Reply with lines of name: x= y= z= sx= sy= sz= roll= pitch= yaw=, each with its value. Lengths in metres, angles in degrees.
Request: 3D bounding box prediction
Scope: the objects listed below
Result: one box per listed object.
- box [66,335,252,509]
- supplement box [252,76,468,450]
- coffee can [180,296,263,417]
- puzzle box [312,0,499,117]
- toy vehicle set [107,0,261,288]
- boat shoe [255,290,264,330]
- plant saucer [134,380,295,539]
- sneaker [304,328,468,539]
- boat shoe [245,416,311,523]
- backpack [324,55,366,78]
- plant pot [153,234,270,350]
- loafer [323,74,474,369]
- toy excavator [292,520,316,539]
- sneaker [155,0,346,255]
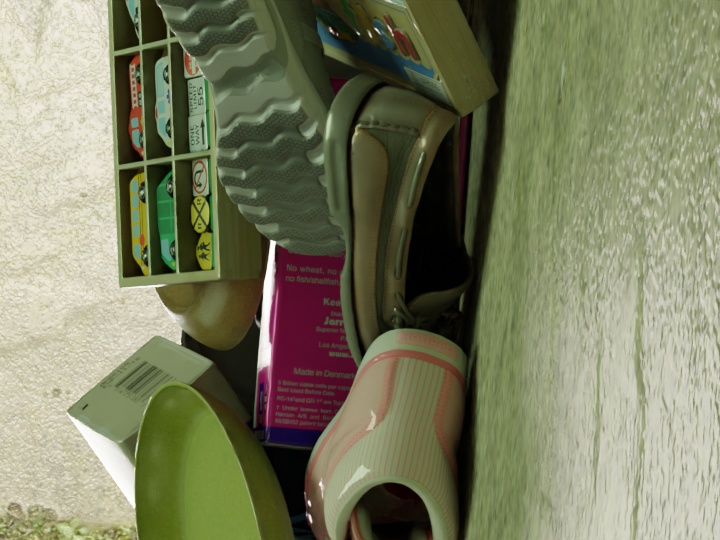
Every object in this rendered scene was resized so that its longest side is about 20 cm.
box: x=-0.085 y=0.146 z=1.818 sx=0.201 sy=0.078 sz=0.095 roll=58 pitch=163 yaw=-26
supplement box: x=0.000 y=0.000 z=1.615 sx=0.101 sy=0.103 sz=0.202 roll=144 pitch=132 yaw=-83
coffee can: x=-0.053 y=0.122 z=1.960 sx=0.147 sy=0.145 sz=0.201 roll=-90 pitch=5 yaw=-49
puzzle box: x=-0.014 y=-0.157 z=1.472 sx=0.200 sy=0.025 sz=0.134 roll=29 pitch=151 yaw=58
toy vehicle set: x=-0.098 y=-0.092 z=1.611 sx=0.124 sy=0.026 sz=0.202 roll=-7 pitch=85 yaw=59
boat shoe: x=-0.025 y=0.018 z=1.710 sx=0.072 sy=0.072 sz=0.201 roll=-17 pitch=98 yaw=48
plant saucer: x=-0.075 y=0.158 z=1.617 sx=0.200 sy=0.031 sz=0.202 roll=171 pitch=90 yaw=-66
sneaker: x=0.008 y=0.127 z=1.509 sx=0.201 sy=0.075 sz=0.105 roll=106 pitch=174 yaw=-53
boat shoe: x=-0.018 y=0.088 z=1.757 sx=0.200 sy=0.084 sz=0.069 roll=-48 pitch=-49 yaw=-66
backpack: x=-0.019 y=-0.141 z=1.764 sx=0.201 sy=0.150 sz=0.178 roll=111 pitch=179 yaw=-46
plant pot: x=-0.095 y=-0.054 z=1.685 sx=0.200 sy=0.027 sz=0.202 roll=177 pitch=90 yaw=-68
loafer: x=0.027 y=-0.008 z=1.478 sx=0.072 sy=0.063 sz=0.201 roll=-54 pitch=-33 yaw=-37
toy excavator: x=-0.026 y=0.202 z=1.668 sx=0.200 sy=0.193 sz=0.101 roll=-15 pitch=-68 yaw=-64
sneaker: x=-0.037 y=-0.100 z=1.489 sx=0.082 sy=0.074 sz=0.201 roll=-55 pitch=-45 yaw=-48
